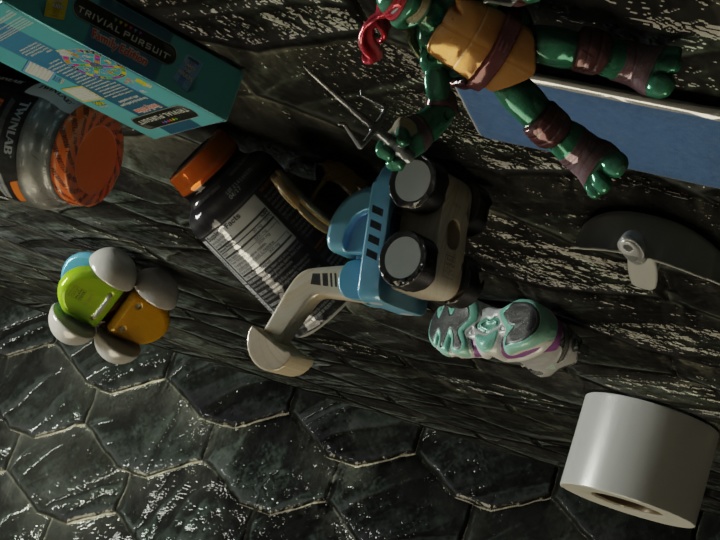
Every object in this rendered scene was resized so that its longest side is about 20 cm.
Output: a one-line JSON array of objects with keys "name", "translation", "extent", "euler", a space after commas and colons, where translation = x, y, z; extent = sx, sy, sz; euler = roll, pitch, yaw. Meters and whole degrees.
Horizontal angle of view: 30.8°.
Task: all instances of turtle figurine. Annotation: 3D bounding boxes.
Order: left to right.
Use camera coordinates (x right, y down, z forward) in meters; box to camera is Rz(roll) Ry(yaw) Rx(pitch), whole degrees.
[{"name": "turtle figurine", "translation": [0.076, -0.125, 0.746], "extent": [0.198, 0.101, 0.150], "euler": [21, 127, -18]}]

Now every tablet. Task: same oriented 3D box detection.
[{"name": "tablet", "translation": [0.162, -0.102, 0.901], "extent": [0.198, 0.014, 0.130], "euler": [15, 168, 21]}]

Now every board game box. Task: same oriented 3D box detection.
[{"name": "board game box", "translation": [-0.217, -0.178, 1.067], "extent": [0.199, 0.047, 0.150], "euler": [26, 166, -29]}]

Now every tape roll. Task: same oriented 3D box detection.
[{"name": "tape roll", "translation": [0.401, 0.272, 1.877], "extent": [0.201, 0.140, 0.203], "euler": [19, 168, 4]}]

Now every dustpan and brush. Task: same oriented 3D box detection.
[{"name": "dustpan and brush", "translation": [0.229, -0.016, 1.061], "extent": [0.138, 0.058, 0.200], "euler": [15, 167, 19]}]

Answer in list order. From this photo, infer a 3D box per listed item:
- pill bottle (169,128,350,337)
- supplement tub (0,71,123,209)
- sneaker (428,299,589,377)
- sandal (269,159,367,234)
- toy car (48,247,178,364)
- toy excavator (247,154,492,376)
[{"name": "pill bottle", "translation": [-0.091, -0.040, 1.251], "extent": [0.200, 0.106, 0.106], "euler": [47, 161, -11]}, {"name": "supplement tub", "translation": [-0.341, -0.131, 1.287], "extent": [0.198, 0.124, 0.123], "euler": [13, 167, 22]}, {"name": "sneaker", "translation": [0.184, 0.090, 1.555], "extent": [0.139, 0.078, 0.199], "euler": [29, 165, -35]}, {"name": "sandal", "translation": [-0.015, -0.070, 1.211], "extent": [0.080, 0.054, 0.199], "euler": [44, -162, 28]}, {"name": "toy car", "translation": [-0.405, 0.038, 2.118], "extent": [0.199, 0.175, 0.150], "euler": [27, -158, -36]}, {"name": "toy excavator", "translation": [0.000, 0.000, 1.143], "extent": [0.199, 0.197, 0.100], "euler": [3, 170, 37]}]
